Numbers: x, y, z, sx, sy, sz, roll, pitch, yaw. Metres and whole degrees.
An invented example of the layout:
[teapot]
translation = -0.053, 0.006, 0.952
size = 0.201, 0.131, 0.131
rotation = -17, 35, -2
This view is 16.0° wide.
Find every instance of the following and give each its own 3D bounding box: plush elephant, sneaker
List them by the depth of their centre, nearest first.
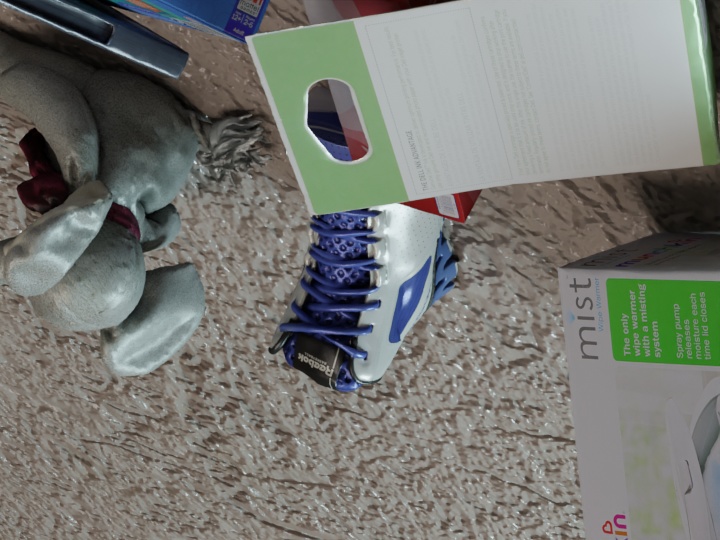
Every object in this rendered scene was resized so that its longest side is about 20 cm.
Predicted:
[sneaker]
translation = 0.000, 0.000, 1.411
size = 0.080, 0.116, 0.200
rotation = 18, 152, 19
[plush elephant]
translation = -0.160, -0.029, 1.470
size = 0.199, 0.155, 0.165
rotation = 9, 148, 35

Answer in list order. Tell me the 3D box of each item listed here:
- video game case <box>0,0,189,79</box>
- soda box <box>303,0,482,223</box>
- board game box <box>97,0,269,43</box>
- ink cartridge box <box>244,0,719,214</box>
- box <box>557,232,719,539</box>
[video game case]
translation = -0.198, -0.157, 1.298
size = 0.199, 0.019, 0.143
rotation = 20, -171, -46
[soda box]
translation = 0.024, -0.112, 1.236
size = 0.063, 0.070, 0.200
rotation = 18, 152, 22
[board game box]
translation = -0.158, -0.173, 1.224
size = 0.199, 0.045, 0.152
rotation = 22, 179, -37
[ink cartridge box]
translation = 0.060, -0.093, 1.169
size = 0.199, 0.048, 0.146
rotation = -6, 146, 10
[box]
translation = 0.201, 0.087, 1.279
size = 0.176, 0.096, 0.201
rotation = 3, 103, 42
